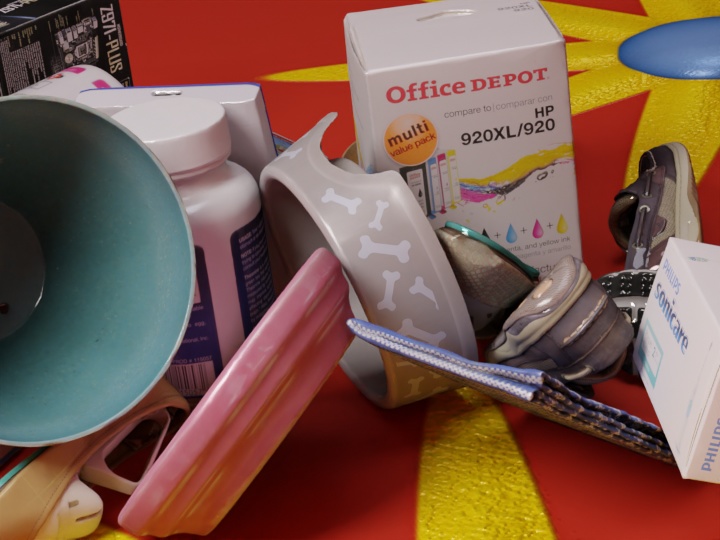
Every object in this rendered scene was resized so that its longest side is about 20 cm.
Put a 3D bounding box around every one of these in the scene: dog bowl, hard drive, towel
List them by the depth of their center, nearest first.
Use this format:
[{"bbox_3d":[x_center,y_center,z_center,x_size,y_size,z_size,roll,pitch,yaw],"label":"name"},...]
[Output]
[{"bbox_3d":[0.103,0.070,1.008,0.144,0.024,0.199,17,-6,43],"label":"towel"},{"bbox_3d":[0.000,0.000,1.129,0.058,0.201,0.200,-27,29,-14],"label":"dog bowl"},{"bbox_3d":[-0.114,-0.041,1.233,0.131,0.201,0.025,0,40,14],"label":"hard drive"}]

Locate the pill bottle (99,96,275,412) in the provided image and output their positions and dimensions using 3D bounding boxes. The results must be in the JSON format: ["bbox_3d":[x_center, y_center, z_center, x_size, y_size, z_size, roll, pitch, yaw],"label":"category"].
[{"bbox_3d":[-0.116,-0.007,1.159,0.110,0.201,0.111,-6,24,3],"label":"pill bottle"}]

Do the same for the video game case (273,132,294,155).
[{"bbox_3d":[-0.064,-0.082,1.437,0.142,0.018,0.200,23,14,-24],"label":"video game case"}]

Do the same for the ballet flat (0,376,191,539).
[{"bbox_3d":[-0.168,0.123,1.059,0.063,0.069,0.200,34,43,6],"label":"ballet flat"}]

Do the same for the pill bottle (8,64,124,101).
[{"bbox_3d":[-0.254,-0.061,1.247,0.113,0.114,0.199,17,37,42],"label":"pill bottle"}]

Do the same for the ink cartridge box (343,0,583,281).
[{"bbox_3d":[0.074,-0.085,1.274,0.146,0.201,0.145,-9,24,-3],"label":"ink cartridge box"}]

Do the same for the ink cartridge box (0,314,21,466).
[{"bbox_3d":[-0.330,0.088,1.155,0.199,0.085,0.145,6,27,24],"label":"ink cartridge box"}]

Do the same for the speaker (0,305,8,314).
[{"bbox_3d":[-0.289,0.012,1.312,0.199,0.082,0.081,-17,26,-22],"label":"speaker"}]

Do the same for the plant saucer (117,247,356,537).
[{"bbox_3d":[-0.064,0.080,1.022,0.051,0.201,0.201,37,33,0],"label":"plant saucer"}]

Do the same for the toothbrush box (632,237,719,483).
[{"bbox_3d":[0.268,0.061,0.975,0.198,0.086,0.147,11,23,-9],"label":"toothbrush box"}]

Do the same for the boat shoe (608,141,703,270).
[{"bbox_3d":[0.217,-0.040,1.296,0.064,0.072,0.200,0,31,4],"label":"boat shoe"}]

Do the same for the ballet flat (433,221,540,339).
[{"bbox_3d":[0.082,0.015,1.139,0.067,0.063,0.200,26,1,18],"label":"ballet flat"}]

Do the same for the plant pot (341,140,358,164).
[{"bbox_3d":[0.082,-0.092,1.500,0.198,0.028,0.200,-5,25,2],"label":"plant pot"}]

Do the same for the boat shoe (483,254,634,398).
[{"bbox_3d":[0.126,0.048,1.084,0.075,0.073,0.200,-47,-7,-3],"label":"boat shoe"}]

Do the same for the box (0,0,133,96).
[{"bbox_3d":[-0.271,-0.123,1.455,0.086,0.201,0.163,12,31,36],"label":"box"}]

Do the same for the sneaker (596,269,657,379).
[{"bbox_3d":[0.244,0.038,1.140,0.199,0.074,0.080,10,15,24],"label":"sneaker"}]

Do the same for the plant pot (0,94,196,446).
[{"bbox_3d":[-0.217,0.001,1.054,0.199,0.201,0.135,-21,9,-27],"label":"plant pot"}]
